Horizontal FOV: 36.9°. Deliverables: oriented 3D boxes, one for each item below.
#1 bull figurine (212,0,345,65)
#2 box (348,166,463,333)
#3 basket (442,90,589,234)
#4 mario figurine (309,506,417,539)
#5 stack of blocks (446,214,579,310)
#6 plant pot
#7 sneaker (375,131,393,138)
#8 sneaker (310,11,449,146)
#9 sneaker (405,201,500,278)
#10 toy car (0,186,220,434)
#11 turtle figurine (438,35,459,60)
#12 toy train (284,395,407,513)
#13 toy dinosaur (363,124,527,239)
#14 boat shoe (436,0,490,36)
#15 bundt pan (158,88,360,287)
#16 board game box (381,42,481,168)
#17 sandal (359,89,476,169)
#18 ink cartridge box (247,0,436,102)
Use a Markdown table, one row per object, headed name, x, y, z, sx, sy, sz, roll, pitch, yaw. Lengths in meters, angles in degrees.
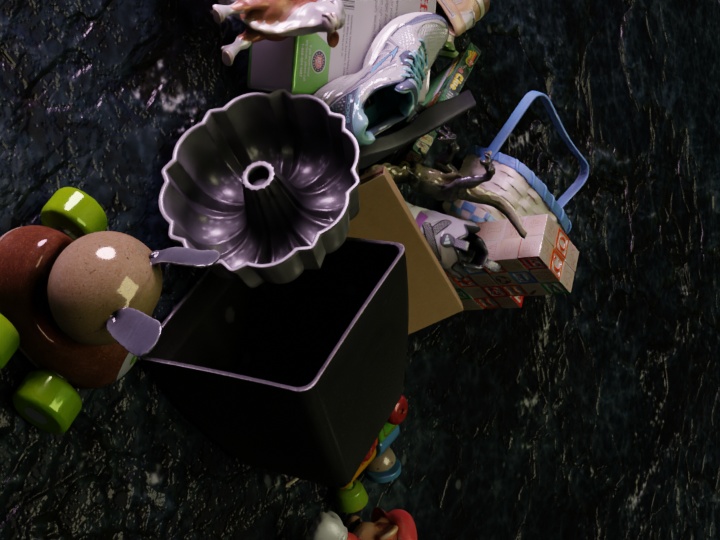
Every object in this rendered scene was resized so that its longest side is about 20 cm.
| name | x | y | z | sx | sy | sz | roll | pitch | yaw |
| --- | --- | --- | --- | --- | --- | --- | --- | --- | --- |
| bull figurine | -0.107 | -0.262 | 1.037 | 0.121 | 0.200 | 0.066 | -30 | 147 | -33 |
| box | 0.000 | 0.000 | 1.170 | 0.201 | 0.162 | 0.021 | 57 | 17 | -31 |
| basket | 0.213 | -0.115 | 1.445 | 0.200 | 0.139 | 0.177 | -47 | 128 | -6 |
| mario figurine | -0.024 | 0.309 | 1.168 | 0.198 | 0.123 | 0.107 | -19 | 81 | -39 |
| stack of blocks | 0.167 | -0.006 | 1.344 | 0.115 | 0.198 | 0.059 | 40 | 56 | -40 |
| plant pot | -0.063 | 0.095 | 1.065 | 0.200 | 0.197 | 0.179 | -54 | 140 | -39 |
| sneaker | -0.030 | -0.131 | 1.218 | 0.199 | 0.078 | 0.091 | -24 | 119 | -46 |
| sneaker | 0.038 | -0.191 | 1.116 | 0.200 | 0.086 | 0.078 | -48 | 131 | -22 |
| sneaker | 0.097 | -0.025 | 1.257 | 0.200 | 0.138 | 0.079 | -9 | 117 | -83 |
| toy car | -0.200 | 0.028 | 0.873 | 0.158 | 0.198 | 0.165 | 55 | 48 | -33 |
| turtle figurine | 0.147 | -0.369 | 1.376 | 0.197 | 0.144 | 0.197 | 12 | 93 | -17 |
| toy train | -0.020 | 0.220 | 1.191 | 0.200 | 0.084 | 0.117 | -41 | 132 | -45 |
| toy dinosaur | 0.106 | -0.104 | 1.196 | 0.089 | 0.197 | 0.048 | 111 | -3 | -45 |
| boat shoe | 0.059 | -0.355 | 1.284 | 0.076 | 0.199 | 0.072 | -46 | 166 | -18 |
| bundt pan | -0.089 | -0.071 | 1.042 | 0.076 | 0.199 | 0.204 | 67 | 36 | -59 |
| board game box | 0.081 | -0.188 | 1.329 | 0.023 | 0.105 | 0.201 | 36 | 55 | -10 |
| sandal | 0.047 | -0.162 | 1.195 | 0.199 | 0.076 | 0.043 | -32 | 94 | -41 |
| ink cartridge box | -0.017 | -0.261 | 1.164 | 0.198 | 0.083 | 0.148 | -4 | 104 | -43 |
